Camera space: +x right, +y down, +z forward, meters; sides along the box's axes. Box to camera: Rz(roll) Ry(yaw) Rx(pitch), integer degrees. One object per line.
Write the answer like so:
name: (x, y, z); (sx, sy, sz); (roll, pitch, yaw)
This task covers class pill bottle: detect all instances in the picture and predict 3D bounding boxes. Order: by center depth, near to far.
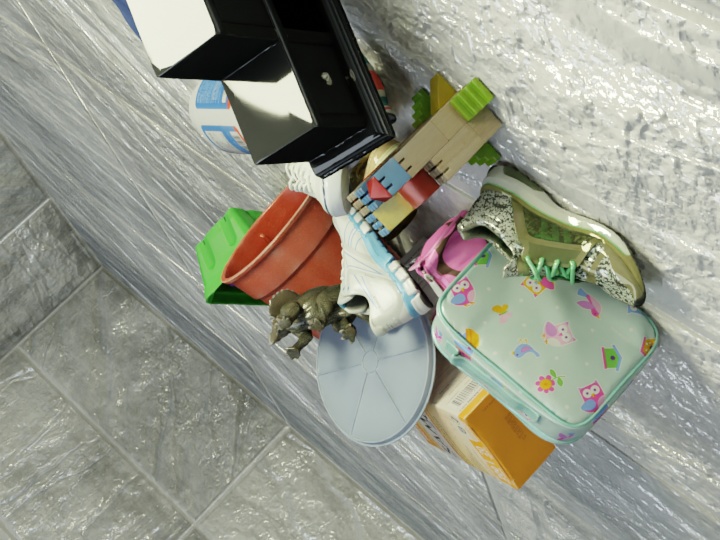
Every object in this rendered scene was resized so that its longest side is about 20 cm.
pill bottle: (-0.133, -0.194, 1.336); (0.112, 0.112, 0.200); (52, 163, -24)

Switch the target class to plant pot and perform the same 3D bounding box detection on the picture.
plant pot: (-0.044, -0.002, 1.478); (0.195, 0.201, 0.201); (40, 166, -15)

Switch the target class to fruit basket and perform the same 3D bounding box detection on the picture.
fruit basket: (-0.113, 0.011, 1.642); (0.215, 0.156, 0.216); (36, -154, -21)

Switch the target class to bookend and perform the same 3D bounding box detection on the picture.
bookend: (-0.091, -0.184, 0.967); (0.092, 0.200, 0.200); (-27, 81, 33)

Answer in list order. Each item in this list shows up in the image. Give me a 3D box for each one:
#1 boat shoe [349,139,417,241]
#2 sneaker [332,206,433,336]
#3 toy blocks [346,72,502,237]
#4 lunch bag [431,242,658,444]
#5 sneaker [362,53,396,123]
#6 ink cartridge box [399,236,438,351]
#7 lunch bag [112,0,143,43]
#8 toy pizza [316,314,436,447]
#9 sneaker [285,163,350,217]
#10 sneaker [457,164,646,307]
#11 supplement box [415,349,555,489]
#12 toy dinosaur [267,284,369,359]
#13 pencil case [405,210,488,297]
boat shoe: (0.020, -0.096, 1.257); (0.066, 0.074, 0.200); (42, 165, 16)
sneaker: (0.000, 0.000, 1.300); (0.075, 0.087, 0.200); (50, -177, -43)
toy blocks: (0.048, -0.094, 1.076); (0.100, 0.137, 0.200); (46, 165, -4)
lunch bag: (0.172, 0.062, 1.109); (0.200, 0.160, 0.077); (40, 163, 15)
sneaker: (-0.017, -0.184, 1.181); (0.200, 0.070, 0.094); (-177, 70, -78)
ink cartridge box: (0.134, 0.072, 1.370); (0.200, 0.085, 0.145); (37, 163, 32)
lunch bag: (-0.169, -0.292, 1.131); (0.200, 0.136, 0.132); (51, 164, -22)
toy pizza: (0.021, 0.109, 1.352); (0.032, 0.201, 0.200); (7, -164, -44)
sneaker: (-0.049, -0.103, 1.275); (0.200, 0.070, 0.074); (-102, 7, -75)
sneaker: (0.173, -0.012, 1.052); (0.200, 0.089, 0.077); (36, 162, 28)
supplement box: (0.123, 0.170, 1.353); (0.126, 0.074, 0.200); (52, 164, -24)
toy dinosaur: (-0.044, 0.048, 1.341); (0.199, 0.103, 0.077); (-17, 120, 23)
pencil case: (0.146, 0.035, 1.221); (0.200, 0.094, 0.091); (44, 138, 0)
